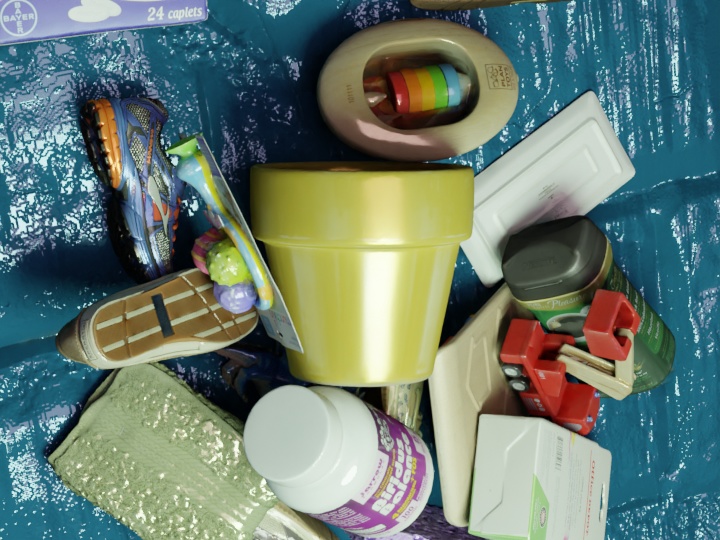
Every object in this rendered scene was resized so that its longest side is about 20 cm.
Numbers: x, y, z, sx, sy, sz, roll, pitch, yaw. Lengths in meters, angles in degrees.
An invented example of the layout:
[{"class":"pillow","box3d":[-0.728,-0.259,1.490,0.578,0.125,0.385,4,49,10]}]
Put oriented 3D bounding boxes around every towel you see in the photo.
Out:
[{"class":"towel","box3d":[-0.171,0.181,1.474,0.200,0.036,0.149,35,91,-2]}]

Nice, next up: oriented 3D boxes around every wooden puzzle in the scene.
[{"class":"wooden puzzle","box3d":[0.116,0.125,1.575,0.200,0.046,0.186,-35,123,-53]}]

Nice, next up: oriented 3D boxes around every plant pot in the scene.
[{"class":"plant pot","box3d":[0.000,0.000,1.431,0.200,0.201,0.190,-1,97,-22]}]

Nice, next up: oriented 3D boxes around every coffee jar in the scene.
[{"class":"coffee jar","box3d":[0.224,0.035,1.586,0.200,0.104,0.086,51,42,-34]}]

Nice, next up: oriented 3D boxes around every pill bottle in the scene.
[{"class":"pill bottle","box3d":[-0.020,0.165,1.420,0.112,0.112,0.200,-56,149,-1]}]

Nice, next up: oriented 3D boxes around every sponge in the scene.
[{"class":"sponge","box3d":[0.069,0.260,1.589,0.199,0.112,0.030,17,99,-26]}]

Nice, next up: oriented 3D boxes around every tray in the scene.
[{"class":"tray","box3d":[0.182,-0.078,1.598,0.200,0.022,0.108,-37,116,-10]}]

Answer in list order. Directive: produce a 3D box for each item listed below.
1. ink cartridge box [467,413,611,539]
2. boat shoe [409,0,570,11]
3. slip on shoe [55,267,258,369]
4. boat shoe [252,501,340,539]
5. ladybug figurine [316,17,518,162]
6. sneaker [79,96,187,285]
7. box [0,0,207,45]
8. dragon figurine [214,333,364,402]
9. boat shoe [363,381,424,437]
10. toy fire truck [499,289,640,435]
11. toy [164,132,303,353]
[{"class":"ink cartridge box","box3d":[0.180,0.215,1.579,0.200,0.067,0.118,28,66,-57]},{"class":"boat shoe","box3d":[0.133,-0.286,1.503,0.202,0.075,0.075,-8,93,-27]},{"class":"slip on shoe","box3d":[-0.174,0.045,1.396,0.200,0.060,0.076,-19,93,-48]},{"class":"boat shoe","box3d":[-0.088,0.249,1.547,0.200,0.072,0.065,38,92,-22]},{"class":"ladybug figurine","box3d":[0.051,-0.161,1.481,0.199,0.072,0.136,-6,78,-18]},{"class":"sneaker","box3d":[-0.183,-0.061,1.423,0.078,0.075,0.201,-20,112,-20]},{"class":"box","box3d":[-0.233,-0.298,1.321,0.183,0.105,0.201,-10,107,-21]},{"class":"dragon figurine","box3d":[-0.074,0.090,1.514,0.099,0.059,0.200,-42,113,-8]},{"class":"boat shoe","box3d":[0.041,0.120,1.563,0.062,0.073,0.201,-1,103,-20]},{"class":"toy fire truck","box3d":[0.212,0.094,1.549,0.200,0.141,0.049,60,45,-44]},{"class":"toy","box3d":[-0.119,-0.019,1.373,0.047,0.115,0.201,-24,102,-14]}]
